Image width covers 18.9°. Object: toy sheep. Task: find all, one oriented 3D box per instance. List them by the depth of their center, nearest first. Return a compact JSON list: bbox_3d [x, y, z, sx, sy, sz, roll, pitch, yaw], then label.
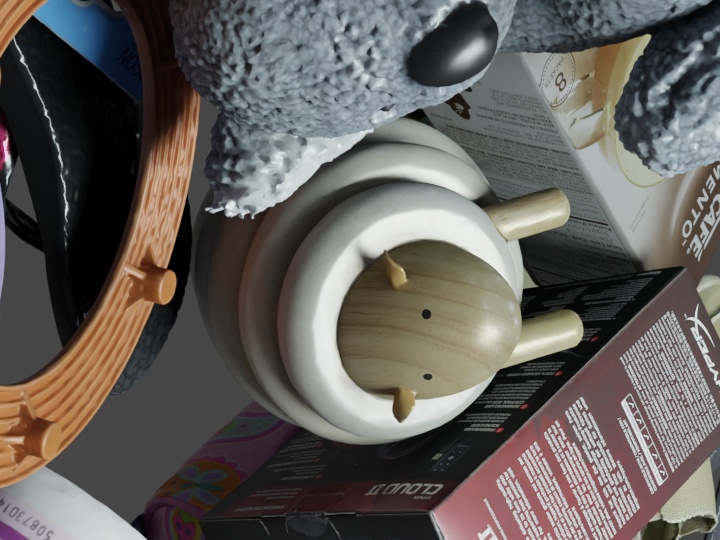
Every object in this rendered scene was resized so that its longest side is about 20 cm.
[{"bbox_3d":[0.000,0.000,0.839,0.137,0.200,0.139,-6,104,-25],"label":"toy sheep"}]

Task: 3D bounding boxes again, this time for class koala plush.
[{"bbox_3d":[0.020,-0.108,0.711,0.199,0.184,0.178,-30,136,-15],"label":"koala plush"}]

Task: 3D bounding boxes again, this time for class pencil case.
[{"bbox_3d":[-0.013,0.085,0.997,0.200,0.087,0.088,-43,143,-35],"label":"pencil case"}]

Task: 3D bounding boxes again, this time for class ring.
[{"bbox_3d":[-0.093,-0.025,0.692,0.200,0.019,0.202,14,90,-70],"label":"ring"}]

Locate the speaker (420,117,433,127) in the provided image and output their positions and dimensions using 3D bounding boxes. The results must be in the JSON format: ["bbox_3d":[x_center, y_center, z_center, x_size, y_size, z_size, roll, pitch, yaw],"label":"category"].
[{"bbox_3d":[0.076,-0.079,1.023,0.200,0.088,0.089,-48,146,-30],"label":"speaker"}]

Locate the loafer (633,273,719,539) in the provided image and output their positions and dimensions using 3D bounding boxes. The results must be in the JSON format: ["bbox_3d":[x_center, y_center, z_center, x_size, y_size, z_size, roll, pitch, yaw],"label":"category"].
[{"bbox_3d":[0.150,0.100,1.082,0.076,0.068,0.201,25,89,-62],"label":"loafer"}]

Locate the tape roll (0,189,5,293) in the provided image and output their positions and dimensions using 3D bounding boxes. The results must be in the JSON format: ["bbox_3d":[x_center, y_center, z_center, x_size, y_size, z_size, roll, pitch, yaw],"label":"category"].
[{"bbox_3d":[-0.203,0.012,0.631,0.200,0.085,0.201,-37,139,-41],"label":"tape roll"}]

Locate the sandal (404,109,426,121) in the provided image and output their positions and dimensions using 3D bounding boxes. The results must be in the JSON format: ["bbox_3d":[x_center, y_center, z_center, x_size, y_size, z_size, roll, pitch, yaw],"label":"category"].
[{"bbox_3d":[0.025,-0.097,0.923,0.080,0.058,0.201,-38,174,41],"label":"sandal"}]

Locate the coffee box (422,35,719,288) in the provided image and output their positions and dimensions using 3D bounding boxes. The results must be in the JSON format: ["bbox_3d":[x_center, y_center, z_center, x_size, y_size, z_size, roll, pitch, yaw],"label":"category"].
[{"bbox_3d":[0.094,-0.082,0.905,0.115,0.079,0.200,-60,142,-19],"label":"coffee box"}]

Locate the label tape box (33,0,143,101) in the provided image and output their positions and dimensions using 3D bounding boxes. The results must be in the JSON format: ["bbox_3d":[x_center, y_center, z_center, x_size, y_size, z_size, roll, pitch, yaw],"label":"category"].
[{"bbox_3d":[-0.062,-0.174,0.737,0.200,0.066,0.143,-52,152,0],"label":"label tape box"}]

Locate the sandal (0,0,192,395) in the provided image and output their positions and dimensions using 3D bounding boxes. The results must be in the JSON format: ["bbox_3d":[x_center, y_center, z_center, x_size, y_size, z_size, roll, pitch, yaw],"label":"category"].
[{"bbox_3d":[-0.110,-0.049,0.791,0.075,0.045,0.201,-43,130,-46],"label":"sandal"}]

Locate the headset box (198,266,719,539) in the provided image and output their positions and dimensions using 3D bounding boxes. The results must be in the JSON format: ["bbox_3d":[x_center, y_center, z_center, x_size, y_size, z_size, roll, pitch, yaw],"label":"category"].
[{"bbox_3d":[0.042,0.086,0.889,0.200,0.148,0.075,-40,109,-38],"label":"headset box"}]

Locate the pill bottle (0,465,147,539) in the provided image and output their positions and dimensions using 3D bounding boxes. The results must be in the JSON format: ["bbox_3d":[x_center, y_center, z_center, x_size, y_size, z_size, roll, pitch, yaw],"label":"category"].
[{"bbox_3d":[-0.158,0.172,0.792,0.200,0.112,0.112,-55,149,-20],"label":"pill bottle"}]

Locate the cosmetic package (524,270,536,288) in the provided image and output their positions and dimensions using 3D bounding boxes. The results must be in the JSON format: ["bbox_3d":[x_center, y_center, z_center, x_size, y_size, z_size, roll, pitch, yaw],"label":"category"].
[{"bbox_3d":[0.060,0.089,1.098,0.201,0.103,0.073,-58,149,-17],"label":"cosmetic package"}]
